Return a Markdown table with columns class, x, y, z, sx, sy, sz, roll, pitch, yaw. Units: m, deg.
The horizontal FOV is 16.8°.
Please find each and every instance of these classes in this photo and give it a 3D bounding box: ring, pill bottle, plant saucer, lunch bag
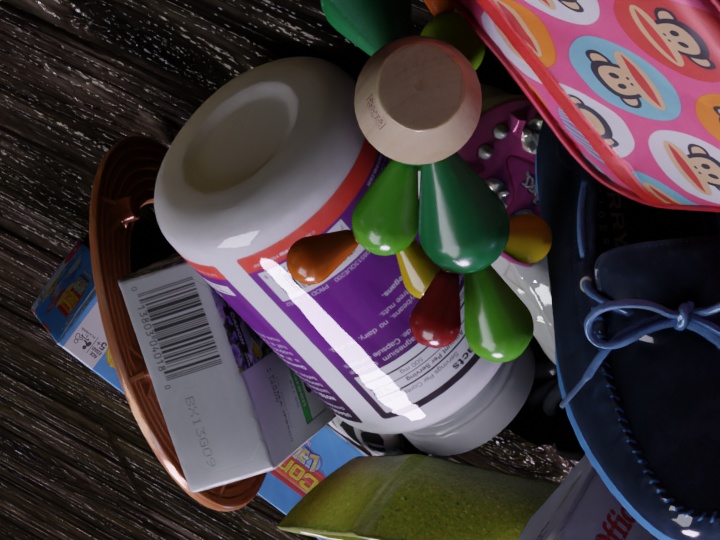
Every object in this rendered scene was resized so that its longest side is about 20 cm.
| class | x | y | z | sx | sy | sz | roll | pitch | yaw |
| --- | --- | --- | --- | --- | --- | --- | --- | --- | --- |
| ring | -0.085 | 0.025 | 1.262 | 0.019 | 0.201 | 0.201 | -17 | 138 | 19 |
| pill bottle | 0.000 | 0.000 | 1.147 | 0.112 | 0.113 | 0.200 | 10 | 150 | 47 |
| plant saucer | 0.074 | 0.132 | 1.261 | 0.199 | 0.048 | 0.200 | 13 | 172 | -11 |
| lunch bag | 0.091 | -0.104 | 0.827 | 0.176 | 0.082 | 0.200 | 11 | 150 | 54 |

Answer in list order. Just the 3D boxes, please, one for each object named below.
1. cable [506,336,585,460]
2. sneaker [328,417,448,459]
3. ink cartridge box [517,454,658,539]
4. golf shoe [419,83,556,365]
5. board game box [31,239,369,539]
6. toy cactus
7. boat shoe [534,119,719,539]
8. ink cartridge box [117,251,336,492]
| class | x | y | z | sx | sy | sz | roll | pitch | yaw |
| --- | --- | --- | --- | --- | --- | --- | --- | --- | --- |
| cable | 0.153 | 0.089 | 1.213 | 0.163 | 0.051 | 0.200 | 42 | 158 | -24 |
| sneaker | 0.007 | 0.059 | 1.329 | 0.088 | 0.074 | 0.200 | 26 | 159 | 12 |
| ink cartridge box | 0.154 | 0.177 | 1.086 | 0.200 | 0.146 | 0.083 | 41 | 117 | 2 |
| golf shoe | 0.079 | -0.018 | 1.070 | 0.091 | 0.075 | 0.200 | 34 | 165 | 47 |
| board game box | -0.097 | 0.069 | 1.457 | 0.200 | 0.056 | 0.196 | 38 | 177 | -12 |
| toy cactus | 0.011 | -0.060 | 0.901 | 0.102 | 0.201 | 0.165 | -12 | 177 | 0 |
| boat shoe | 0.104 | 0.006 | 0.918 | 0.069 | 0.084 | 0.200 | 110 | 145 | -58 |
| ink cartridge box | -0.052 | 0.033 | 1.242 | 0.050 | 0.200 | 0.109 | -17 | 95 | 18 |
